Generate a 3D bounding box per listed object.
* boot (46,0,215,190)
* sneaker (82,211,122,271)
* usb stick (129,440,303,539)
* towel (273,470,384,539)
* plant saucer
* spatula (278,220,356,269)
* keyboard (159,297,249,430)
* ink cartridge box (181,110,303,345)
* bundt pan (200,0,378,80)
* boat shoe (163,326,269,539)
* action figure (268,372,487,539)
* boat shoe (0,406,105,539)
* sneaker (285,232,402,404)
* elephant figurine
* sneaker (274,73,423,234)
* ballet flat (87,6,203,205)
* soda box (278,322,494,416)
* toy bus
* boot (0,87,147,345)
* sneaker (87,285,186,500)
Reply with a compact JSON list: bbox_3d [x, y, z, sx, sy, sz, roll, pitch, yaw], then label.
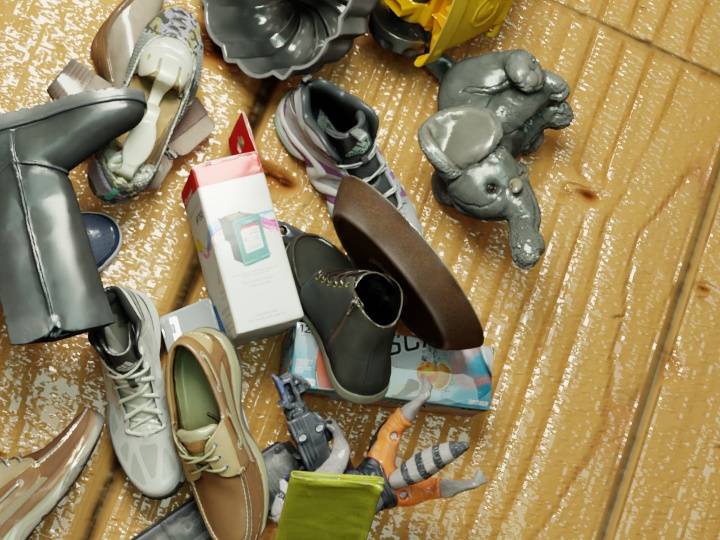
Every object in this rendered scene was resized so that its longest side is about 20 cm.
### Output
[{"bbox_3d":[-0.200,-0.181,1.429,0.146,0.070,0.200,40,75,-11],"label":"boot"},{"bbox_3d":[-0.310,-0.013,1.345,0.199,0.108,0.070,-16,85,-15],"label":"sneaker"},{"bbox_3d":[-0.137,0.232,1.385,0.200,0.033,0.056,-33,82,-16],"label":"usb stick"},{"bbox_3d":[-0.038,0.254,1.336,0.086,0.200,0.018,4,41,-12],"label":"towel"},{"bbox_3d":[0.035,0.001,1.355,0.034,0.200,0.200,-38,91,-10],"label":"plant saucer"},{"bbox_3d":[0.000,0.000,1.462,0.199,0.021,0.057,25,80,-6],"label":"spatula"},{"bbox_3d":[-0.139,0.127,1.386,0.056,0.011,0.201,-20,75,8],"label":"keyboard"},{"bbox_3d":[-0.119,-0.036,1.392,0.067,0.116,0.201,-14,83,-14],"label":"ink cartridge box"},{"bbox_3d":[-0.060,-0.282,1.423,0.076,0.201,0.203,-5,79,-52],"label":"bundt pan"},{"bbox_3d":[-0.139,0.152,1.326,0.075,0.074,0.201,-16,85,20],"label":"boat shoe"},{"bbox_3d":[-0.004,0.175,1.355,0.193,0.105,0.200,-31,111,-2],"label":"action figure"},{"bbox_3d":[-0.308,0.198,1.329,0.072,0.076,0.200,38,73,-2],"label":"boat shoe"},{"bbox_3d":[-0.010,0.014,1.356,0.075,0.106,0.200,-7,47,-25],"label":"sneaker"},{"bbox_3d":[0.118,-0.112,1.447,0.141,0.155,0.200,40,64,-27],"label":"elephant figurine"},{"bbox_3d":[-0.002,-0.102,1.417,0.078,0.140,0.200,-43,92,-17],"label":"sneaker"},{"bbox_3d":[-0.189,-0.155,1.360,0.072,0.072,0.201,22,79,-9],"label":"ballet flat"},{"bbox_3d":[0.024,0.096,1.426,0.199,0.068,0.064,7,77,-11],"label":"soda box"},{"bbox_3d":[0.079,-0.322,1.482,0.192,0.136,0.200,-22,60,-36],"label":"toy bus"},{"bbox_3d":[-0.247,-0.045,1.285,0.164,0.066,0.201,-14,80,3],"label":"boot"},{"bbox_3d":[-0.211,0.109,1.337,0.075,0.115,0.201,-15,81,3],"label":"sneaker"}]
